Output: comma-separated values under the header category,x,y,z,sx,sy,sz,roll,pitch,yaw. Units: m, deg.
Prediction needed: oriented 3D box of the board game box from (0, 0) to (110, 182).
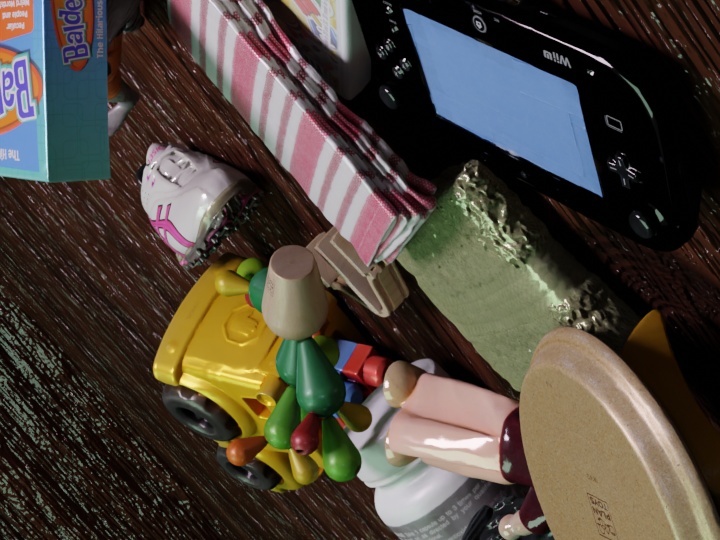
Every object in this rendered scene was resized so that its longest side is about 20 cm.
category,x,y,z,sx,sy,sz,roll,pitch,yaw
board game box,-0.201,-0.155,1.045,0.151,0.045,0.203,8,101,48

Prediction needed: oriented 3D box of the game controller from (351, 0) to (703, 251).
category,x,y,z,sx,sy,sz,roll,pitch,yaw
game controller,0.067,-0.079,0.811,0.199,0.042,0.105,31,160,42

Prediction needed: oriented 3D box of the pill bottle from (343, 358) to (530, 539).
category,x,y,z,sx,sy,sz,roll,pitch,yaw
pill bottle,0.081,0.166,1.318,0.200,0.114,0.114,48,166,-14

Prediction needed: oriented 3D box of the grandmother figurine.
category,x,y,z,sx,sy,sz,roll,pitch,yaw
grandmother figurine,0.098,0.112,1.162,0.199,0.060,0.123,7,111,46

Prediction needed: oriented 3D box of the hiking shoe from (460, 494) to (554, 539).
category,x,y,z,sx,sy,sz,roll,pitch,yaw
hiking shoe,0.153,0.181,1.194,0.087,0.075,0.199,41,148,-24

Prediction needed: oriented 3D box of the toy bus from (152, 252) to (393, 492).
category,x,y,z,sx,sy,sz,roll,pitch,yaw
toy bus,-0.036,0.098,1.469,0.191,0.136,0.200,11,150,37

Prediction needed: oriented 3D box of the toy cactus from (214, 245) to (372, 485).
category,x,y,z,sx,sy,sz,roll,pitch,yaw
toy cactus,-0.053,0.047,1.272,0.166,0.101,0.201,89,169,-49

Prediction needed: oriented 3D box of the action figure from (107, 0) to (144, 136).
category,x,y,z,sx,sy,sz,roll,pitch,yaw
action figure,-0.177,-0.195,1.138,0.194,0.104,0.202,128,121,-69

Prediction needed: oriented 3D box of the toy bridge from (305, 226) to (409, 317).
category,x,y,z,sx,sy,sz,roll,pitch,yaw
toy bridge,0.000,0.000,1.218,0.067,0.027,0.200,46,172,-3

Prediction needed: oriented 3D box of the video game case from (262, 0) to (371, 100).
category,x,y,z,sx,sy,sz,roll,pitch,yaw
video game case,-0.066,-0.187,0.920,0.182,0.023,0.200,42,166,14

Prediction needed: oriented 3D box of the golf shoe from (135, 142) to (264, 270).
category,x,y,z,sx,sy,sz,roll,pitch,yaw
golf shoe,-0.131,-0.054,1.379,0.092,0.073,0.200,48,166,-7

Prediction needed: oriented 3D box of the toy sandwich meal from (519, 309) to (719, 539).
category,x,y,z,sx,sy,sz,roll,pitch,yaw
toy sandwich meal,0.152,0.113,0.911,0.206,0.070,0.206,57,160,33

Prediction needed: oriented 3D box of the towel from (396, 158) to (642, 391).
category,x,y,z,sx,sy,sz,roll,pitch,yaw
towel,0.079,0.006,1.031,0.148,0.036,0.200,46,167,-2

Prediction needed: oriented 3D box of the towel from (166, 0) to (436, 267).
category,x,y,z,sx,sy,sz,roll,pitch,yaw
towel,-0.038,-0.091,1.003,0.200,0.030,0.146,50,169,3
